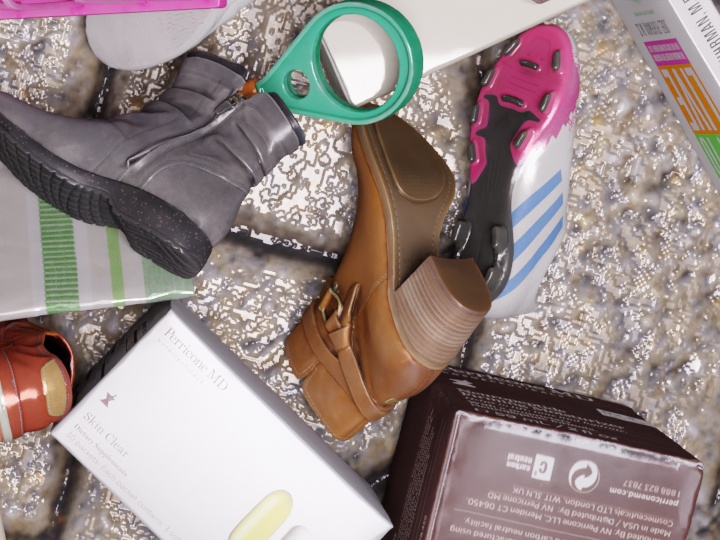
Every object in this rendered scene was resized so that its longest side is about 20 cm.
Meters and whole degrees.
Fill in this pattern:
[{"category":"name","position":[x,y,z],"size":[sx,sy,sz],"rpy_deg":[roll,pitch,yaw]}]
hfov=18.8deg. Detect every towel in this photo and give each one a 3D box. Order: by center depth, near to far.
[{"category":"towel","position":[-0.214,-0.023,1.418],"size":[0.198,0.153,0.023],"rpy_deg":[-8,136,-5]}]

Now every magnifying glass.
[{"category":"magnifying glass","position":[-0.046,-0.120,1.418],"size":[0.199,0.022,0.080],"rpy_deg":[-16,100,34]}]

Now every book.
[{"category":"book","position":[0.234,-0.130,1.444],"size":[0.048,0.134,0.201],"rpy_deg":[-32,97,-2]}]

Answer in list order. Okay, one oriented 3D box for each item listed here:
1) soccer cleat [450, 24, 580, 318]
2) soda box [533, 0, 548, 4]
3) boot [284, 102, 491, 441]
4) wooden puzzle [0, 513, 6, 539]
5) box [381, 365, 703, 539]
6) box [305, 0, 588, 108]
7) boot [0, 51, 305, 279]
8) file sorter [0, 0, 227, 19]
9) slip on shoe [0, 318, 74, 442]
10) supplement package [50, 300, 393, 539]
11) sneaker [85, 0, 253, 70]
[{"category":"soccer cleat","position":[0.112,-0.065,1.475],"size":[0.070,0.086,0.201],"rpy_deg":[15,89,38]},{"category":"soda box","position":[0.053,-0.247,1.367],"size":[0.199,0.068,0.064],"rpy_deg":[30,87,-9]},{"category":"boot","position":[0.000,0.000,1.458],"size":[0.073,0.201,0.155],"rpy_deg":[14,134,-36]},{"category":"wooden puzzle","position":[-0.318,0.116,1.408],"size":[0.184,0.046,0.201],"rpy_deg":[3,122,17]},{"category":"box","position":[0.107,0.168,1.421],"size":[0.165,0.200,0.166],"rpy_deg":[12,96,-8]},{"category":"box","position":[0.067,-0.179,1.451],"size":[0.199,0.082,0.069],"rpy_deg":[-25,97,-4]},{"category":"boot","position":[-0.143,-0.091,1.400],"size":[0.199,0.070,0.132],"rpy_deg":[31,71,14]},{"category":"file sorter","position":[-0.201,-0.231,1.362],"size":[0.198,0.125,0.140],"rpy_deg":[0,96,20]},{"category":"slip on shoe","position":[-0.212,0.065,1.384],"size":[0.061,0.200,0.075],"rpy_deg":[-12,98,-7]},{"category":"supplement package","position":[-0.091,0.125,1.422],"size":[0.200,0.156,0.111],"rpy_deg":[44,89,-7]},{"category":"sneaker","position":[-0.089,-0.194,1.442],"size":[0.199,0.088,0.076],"rpy_deg":[-31,80,21]}]
